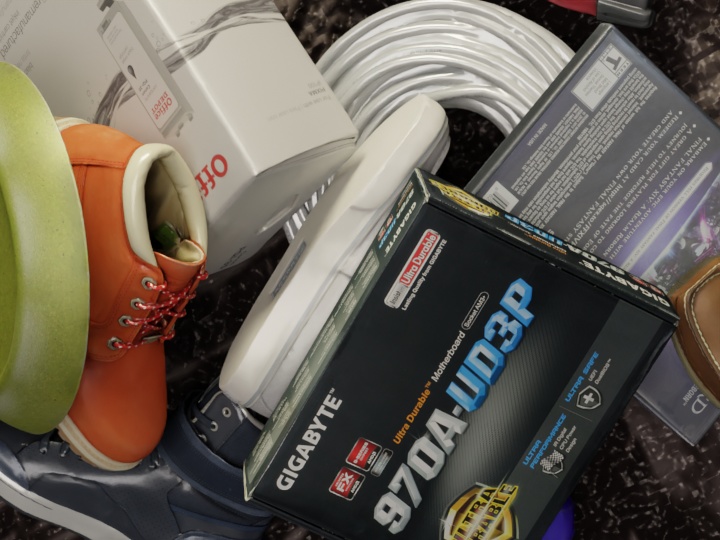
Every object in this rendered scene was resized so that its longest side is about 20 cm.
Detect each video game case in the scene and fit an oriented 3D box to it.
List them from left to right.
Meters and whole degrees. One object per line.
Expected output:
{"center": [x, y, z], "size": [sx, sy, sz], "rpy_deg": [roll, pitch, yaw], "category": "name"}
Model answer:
{"center": [0.159, -0.017, 1.196], "size": [0.200, 0.019, 0.143], "rpy_deg": [40, 89, -20], "category": "video game case"}

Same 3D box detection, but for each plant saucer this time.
{"center": [-0.197, -0.010, 1.157], "size": [0.031, 0.200, 0.201], "rpy_deg": [-7, 99, -30], "category": "plant saucer"}

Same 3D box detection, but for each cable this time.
{"center": [0.053, -0.054, 1.239], "size": [0.200, 0.069, 0.200], "rpy_deg": [22, 101, 9], "category": "cable"}

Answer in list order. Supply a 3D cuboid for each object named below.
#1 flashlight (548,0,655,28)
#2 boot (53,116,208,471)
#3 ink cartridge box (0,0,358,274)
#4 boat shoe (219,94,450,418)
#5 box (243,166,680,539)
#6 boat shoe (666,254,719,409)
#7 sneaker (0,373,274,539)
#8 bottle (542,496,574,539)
{"center": [0.073, -0.188, 1.215], "size": [0.200, 0.068, 0.068], "rpy_deg": [16, 102, 8], "category": "flashlight"}
{"center": [-0.125, 0.020, 1.169], "size": [0.107, 0.075, 0.200], "rpy_deg": [7, 113, 39], "category": "boot"}
{"center": [-0.111, -0.108, 1.208], "size": [0.200, 0.083, 0.147], "rpy_deg": [57, 138, 10], "category": "ink cartridge box"}
{"center": [0.000, 0.000, 1.191], "size": [0.068, 0.072, 0.200], "rpy_deg": [31, 97, -15], "category": "boat shoe"}
{"center": [0.052, 0.066, 1.167], "size": [0.159, 0.046, 0.200], "rpy_deg": [26, 108, -16], "category": "box"}
{"center": [0.247, 0.075, 1.189], "size": [0.076, 0.074, 0.200], "rpy_deg": [-43, 107, -4], "category": "boat shoe"}
{"center": [-0.131, 0.094, 1.285], "size": [0.202, 0.077, 0.146], "rpy_deg": [30, 113, -3], "category": "sneaker"}
{"center": [0.058, 0.212, 1.277], "size": [0.083, 0.065, 0.200], "rpy_deg": [21, 102, 3], "category": "bottle"}
